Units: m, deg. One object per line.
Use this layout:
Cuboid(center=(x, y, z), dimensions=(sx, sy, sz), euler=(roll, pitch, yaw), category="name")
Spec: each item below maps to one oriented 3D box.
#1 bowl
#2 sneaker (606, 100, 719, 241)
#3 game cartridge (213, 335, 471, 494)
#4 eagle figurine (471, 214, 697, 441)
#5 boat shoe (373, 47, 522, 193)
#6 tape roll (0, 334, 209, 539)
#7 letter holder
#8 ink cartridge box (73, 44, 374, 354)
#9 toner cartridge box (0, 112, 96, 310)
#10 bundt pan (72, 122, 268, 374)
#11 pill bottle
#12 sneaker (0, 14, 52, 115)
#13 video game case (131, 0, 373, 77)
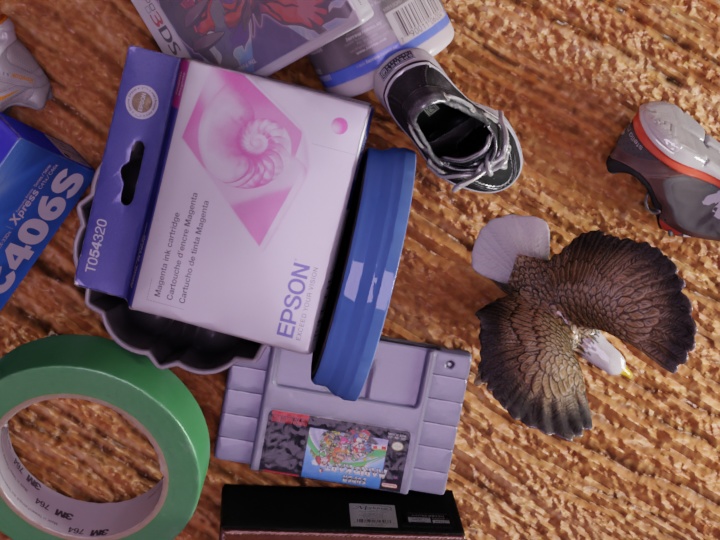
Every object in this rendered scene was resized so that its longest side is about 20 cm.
Cuboid(center=(0.000, 0.000, 1.416), dimensions=(0.039, 0.201, 0.202), euler=(13, 101, -4), category="bowl")
Cuboid(center=(0.286, -0.057, 1.501), dimensions=(0.200, 0.077, 0.082), euler=(38, 125, -9), category="sneaker")
Cuboid(center=(-0.015, 0.114, 1.527), dimensions=(0.199, 0.038, 0.130), euler=(9, 97, -5), category="game cartridge")
Cuboid(center=(0.165, 0.042, 1.433), dimensions=(0.150, 0.200, 0.153), euler=(8, 95, -6), category="eagle figurine")
Cuboid(center=(0.082, -0.100, 1.414), dimensions=(0.073, 0.068, 0.199), euler=(-37, 145, 5), category="boat shoe")
Cuboid(center=(-0.224, 0.147, 1.479), dimensions=(0.199, 0.048, 0.201), euler=(3, 121, 6), category="tape roll")
Cuboid(center=(-0.020, 0.265, 1.526), dimensions=(0.199, 0.101, 0.143), euler=(2, 104, -4), category="letter holder")
Cuboid(center=(-0.108, -0.055, 1.396), dimensions=(0.199, 0.043, 0.197), euler=(14, 96, 3), category="ink cartridge box")
Cuboid(center=(-0.304, -0.022, 1.448), dimensions=(0.200, 0.043, 0.095), euler=(-54, 144, 8), category="toner cartridge box")
Cuboid(center=(-0.123, -0.021, 1.457), dimensions=(0.201, 0.076, 0.203), euler=(0, 95, 6), category="bundt pan")
Cuboid(center=(-0.019, -0.244, 1.407), dimensions=(0.113, 0.114, 0.201), euler=(-27, 102, 3), category="pill bottle")
Cuboid(center=(-0.330, -0.107, 1.441), dimensions=(0.200, 0.076, 0.092), euler=(-39, 106, 6), category="sneaker")
Cuboid(center=(-0.105, -0.232, 1.384), dimensions=(0.200, 0.023, 0.183), euler=(-23, 103, 44), category="video game case")
